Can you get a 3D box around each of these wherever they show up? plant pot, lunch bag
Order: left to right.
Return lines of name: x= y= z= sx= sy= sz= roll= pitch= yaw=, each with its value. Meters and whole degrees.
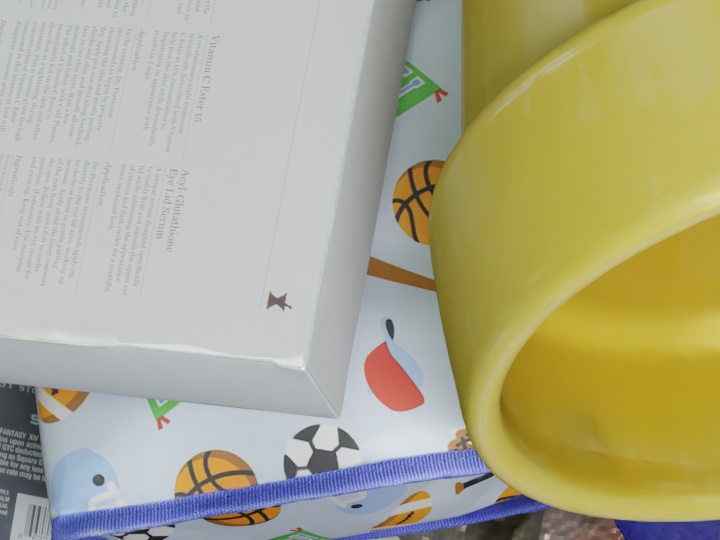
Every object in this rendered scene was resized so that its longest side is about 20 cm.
lunch bag: x=0.000 y=0.000 z=0.836 sx=0.199 sy=0.124 sz=0.171 roll=-13 pitch=76 yaw=11
plant pot: x=0.107 y=-0.057 z=0.722 sx=0.200 sy=0.201 sz=0.190 roll=-20 pitch=60 yaw=13

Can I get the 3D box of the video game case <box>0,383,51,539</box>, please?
video game case: x=-0.138 y=-0.003 z=0.891 sx=0.142 sy=0.019 sz=0.201 roll=13 pitch=69 yaw=-16

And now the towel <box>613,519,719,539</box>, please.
towel: x=0.180 y=0.041 z=0.804 sx=0.148 sy=0.049 sz=0.201 roll=43 pitch=109 yaw=25

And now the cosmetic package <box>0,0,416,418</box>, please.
cosmetic package: x=-0.064 y=-0.064 z=0.779 sx=0.150 sy=0.052 sz=0.201 roll=5 pitch=70 yaw=17

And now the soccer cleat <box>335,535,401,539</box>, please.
soccer cleat: x=-0.029 y=0.075 z=0.921 sx=0.085 sy=0.069 sz=0.200 roll=-34 pitch=59 yaw=-16
